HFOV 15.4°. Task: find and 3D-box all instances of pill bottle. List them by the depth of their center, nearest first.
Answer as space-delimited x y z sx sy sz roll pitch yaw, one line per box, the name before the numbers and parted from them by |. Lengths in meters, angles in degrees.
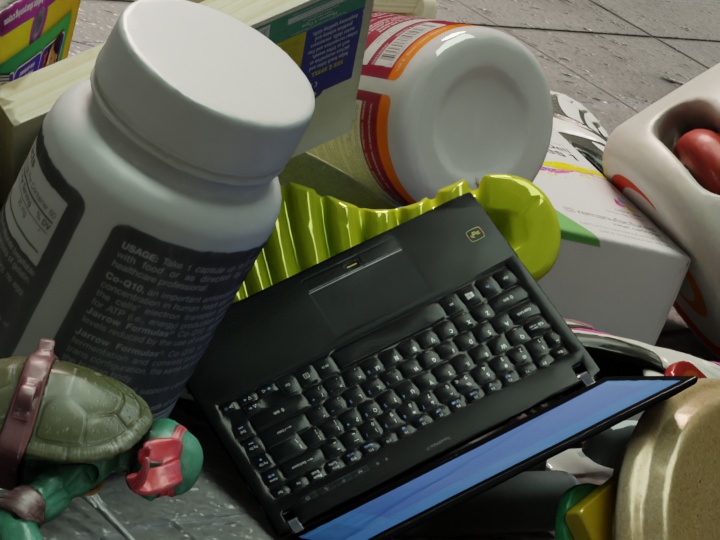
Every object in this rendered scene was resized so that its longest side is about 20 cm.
pill bottle | -0.105 -0.015 1.198 0.113 0.200 0.113 23 29 -14
pill bottle | 0.013 -0.096 1.554 0.110 0.110 0.200 8 5 -34

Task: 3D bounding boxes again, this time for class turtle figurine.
turtle figurine | -0.141 0.077 1.103 0.200 0.101 0.150 16 19 0

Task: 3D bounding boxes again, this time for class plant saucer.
plant saucer | -0.071 -0.058 1.545 0.200 0.031 0.200 24 -6 3

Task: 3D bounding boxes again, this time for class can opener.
can opener | 0.087 0.098 1.342 0.200 0.066 0.053 -3 29 -41

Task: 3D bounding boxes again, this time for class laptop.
laptop | 0.025 0.042 1.223 0.177 0.103 0.200 -25 58 -15

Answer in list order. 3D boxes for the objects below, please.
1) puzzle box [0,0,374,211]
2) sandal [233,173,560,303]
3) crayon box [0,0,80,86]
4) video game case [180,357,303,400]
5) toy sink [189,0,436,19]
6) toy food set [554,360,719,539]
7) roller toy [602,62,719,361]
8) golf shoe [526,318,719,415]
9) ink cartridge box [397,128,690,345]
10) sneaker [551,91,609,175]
puzzle box | -0.086 -0.077 1.290 0.200 0.133 0.025 -25 63 -22
sandal | 0.000 0.000 1.366 0.200 0.080 0.087 1 -20 -1
crayon box | -0.198 -0.065 1.289 0.058 0.173 0.200 18 18 4
video game case | -0.040 0.034 1.374 0.200 0.024 0.182 10 18 4
toy sink | -0.034 -0.144 1.759 0.112 0.130 0.200 34 21 31
toy food set | 0.172 0.140 1.202 0.200 0.049 0.198 -29 96 -50
roller toy | 0.252 -0.039 1.658 0.182 0.140 0.200 59 -5 -6
golf shoe | 0.173 0.081 1.439 0.200 0.073 0.092 16 1 -1
ink cartridge box | 0.088 -0.029 1.645 0.145 0.084 0.200 11 21 -28
sneaker | 0.138 -0.076 1.856 0.090 0.066 0.200 4 28 -47
